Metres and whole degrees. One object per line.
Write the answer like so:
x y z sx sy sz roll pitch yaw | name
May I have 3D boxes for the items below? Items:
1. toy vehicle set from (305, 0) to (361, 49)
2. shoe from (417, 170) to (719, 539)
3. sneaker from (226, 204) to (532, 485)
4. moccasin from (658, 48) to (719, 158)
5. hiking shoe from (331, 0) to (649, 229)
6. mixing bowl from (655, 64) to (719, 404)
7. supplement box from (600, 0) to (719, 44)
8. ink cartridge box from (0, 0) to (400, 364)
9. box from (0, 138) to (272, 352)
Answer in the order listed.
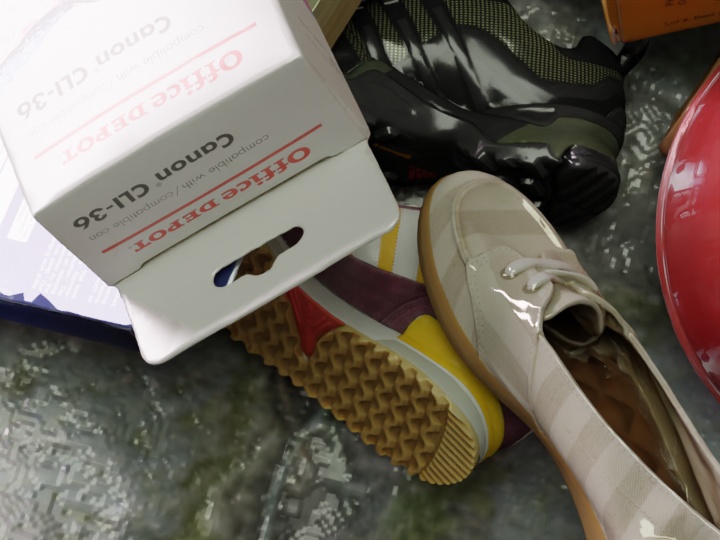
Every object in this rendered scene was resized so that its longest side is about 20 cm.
-0.015 -0.194 0.985 0.124 0.027 0.200 27 81 29 | toy vehicle set
0.087 0.040 0.898 0.070 0.053 0.200 -12 65 -40 | shoe
0.000 0.000 0.981 0.090 0.075 0.200 -32 65 -34 | sneaker
0.178 -0.128 1.023 0.078 0.074 0.202 22 80 1 | moccasin
0.017 -0.085 1.016 0.200 0.076 0.101 17 58 1 | hiking shoe
0.224 -0.018 0.923 0.200 0.108 0.200 1 84 -11 | mixing bowl
0.188 -0.149 0.955 0.200 0.067 0.069 -14 67 4 | supplement box
-0.076 -0.078 0.901 0.116 0.067 0.200 -31 57 8 | ink cartridge box
-0.116 -0.037 0.958 0.200 0.032 0.121 12 70 30 | box
